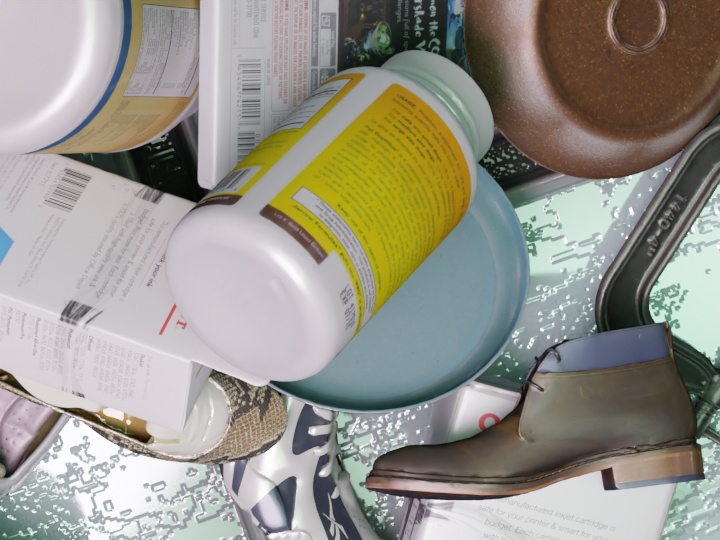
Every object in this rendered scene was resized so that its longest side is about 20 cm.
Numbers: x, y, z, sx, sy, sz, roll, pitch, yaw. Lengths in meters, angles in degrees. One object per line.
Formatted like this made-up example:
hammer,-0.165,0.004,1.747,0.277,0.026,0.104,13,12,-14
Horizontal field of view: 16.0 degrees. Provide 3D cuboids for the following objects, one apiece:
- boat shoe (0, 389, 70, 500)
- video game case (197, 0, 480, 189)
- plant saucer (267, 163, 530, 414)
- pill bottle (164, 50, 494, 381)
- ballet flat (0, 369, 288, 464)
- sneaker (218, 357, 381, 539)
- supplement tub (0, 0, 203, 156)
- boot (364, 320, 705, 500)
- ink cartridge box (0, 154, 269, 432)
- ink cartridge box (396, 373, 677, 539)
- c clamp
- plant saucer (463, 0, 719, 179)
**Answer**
boat shoe,-0.216,0.090,1.544,0.202,0.065,0.074,-44,98,3
video game case,-0.009,-0.149,1.468,0.182,0.023,0.200,-4,100,-32
plant saucer,0.000,0.000,1.523,0.200,0.027,0.200,2,60,-4
pill bottle,-0.010,-0.037,1.390,0.109,0.109,0.200,51,51,-9
ballet flat,-0.140,0.071,1.475,0.200,0.075,0.068,19,98,-3
sneaker,-0.024,0.091,1.551,0.130,0.079,0.199,-43,88,11
supplement tub,-0.165,-0.137,1.434,0.145,0.200,0.145,1,94,19
boot,0.098,0.083,1.489,0.200,0.075,0.097,-3,84,-11
ink cartridge box,-0.132,0.014,1.437,0.200,0.116,0.068,19,138,6
ink cartridge box,0.099,0.172,1.570,0.145,0.083,0.200,15,95,-6
c clamp,0.235,0.012,1.586,0.171,0.027,0.200,25,98,-15
plant saucer,0.158,-0.151,1.523,0.200,0.037,0.201,-5,102,-24
